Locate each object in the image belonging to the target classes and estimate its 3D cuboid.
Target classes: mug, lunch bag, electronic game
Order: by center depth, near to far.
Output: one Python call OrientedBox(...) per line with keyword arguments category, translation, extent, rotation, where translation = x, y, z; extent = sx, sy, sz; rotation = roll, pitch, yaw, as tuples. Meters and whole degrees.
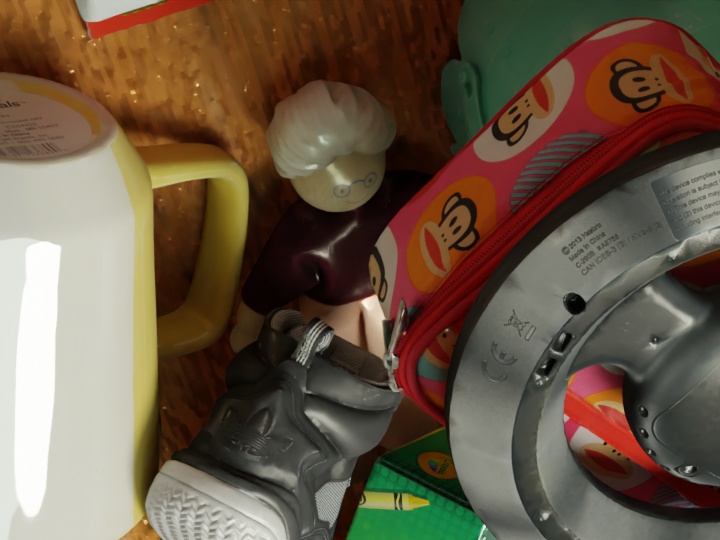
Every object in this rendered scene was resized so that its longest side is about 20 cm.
OrientedBox(category="electronic game", translation=(0.126, 0.036, 0.690), extent=(0.199, 0.042, 0.201), rotation=(-5, 128, -7))
OrientedBox(category="lunch bag", translation=(0.102, 0.021, 0.754), extent=(0.176, 0.082, 0.200), rotation=(-42, 127, 20))
OrientedBox(category="mug", translation=(-0.138, 0.002, 0.806), extent=(0.149, 0.187, 0.154), rotation=(14, 117, 8))

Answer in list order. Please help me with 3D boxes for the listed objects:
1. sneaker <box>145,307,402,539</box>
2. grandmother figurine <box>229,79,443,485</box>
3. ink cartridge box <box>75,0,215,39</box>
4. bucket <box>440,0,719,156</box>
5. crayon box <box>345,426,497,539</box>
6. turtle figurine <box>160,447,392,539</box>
OrientedBox(category="sneaker", translation=(-0.027, 0.086, 0.868), extent=(0.114, 0.075, 0.200), rotation=(-59, 168, -15))
OrientedBox(category="grandmother figurine", translation=(0.000, 0.000, 0.887), extent=(0.121, 0.061, 0.200), rotation=(-35, 138, -23))
OrientedBox(category="ink cartridge box", translation=(-0.022, -0.117, 0.716), extent=(0.162, 0.050, 0.200), rotation=(-18, 167, -7))
OrientedBox(category="bucket", translation=(0.147, -0.051, 0.851), extent=(0.206, 0.135, 0.208), rotation=(-10, 130, -12))
OrientedBox(category="crayon box", translation=(0.050, 0.129, 0.923), extent=(0.200, 0.058, 0.119), rotation=(-15, 127, -65))
OrientedBox(category="turtle figurine", translation=(-0.023, 0.166, 1.009), extent=(0.161, 0.064, 0.200), rotation=(6, 125, -26))
